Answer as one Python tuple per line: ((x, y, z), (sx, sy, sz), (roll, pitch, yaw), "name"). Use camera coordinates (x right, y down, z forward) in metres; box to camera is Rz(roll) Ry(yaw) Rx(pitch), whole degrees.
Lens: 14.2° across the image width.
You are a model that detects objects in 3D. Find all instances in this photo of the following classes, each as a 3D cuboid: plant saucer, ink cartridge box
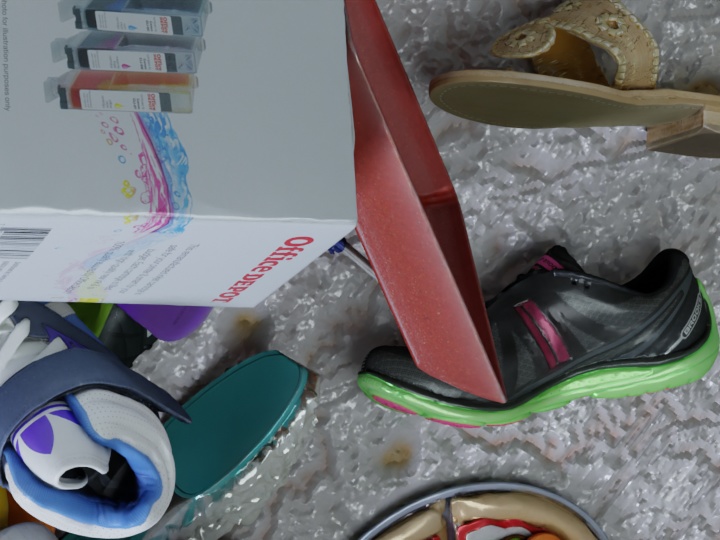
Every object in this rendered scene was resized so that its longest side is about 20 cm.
((0.008, -0.060, 1.337), (0.037, 0.200, 0.200), (-20, 120, 7), "plant saucer")
((-0.117, -0.070, 1.193), (0.200, 0.145, 0.145), (3, 75, -21), "ink cartridge box")

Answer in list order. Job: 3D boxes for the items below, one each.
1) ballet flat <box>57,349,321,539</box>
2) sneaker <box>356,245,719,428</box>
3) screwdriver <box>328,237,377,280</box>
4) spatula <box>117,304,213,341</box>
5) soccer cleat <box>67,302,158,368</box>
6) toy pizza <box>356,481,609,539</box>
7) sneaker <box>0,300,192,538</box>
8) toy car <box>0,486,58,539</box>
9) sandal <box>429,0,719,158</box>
((-0.090, 0.120, 1.447), (0.200, 0.072, 0.072), (-42, 122, 5), "ballet flat")
((0.087, 0.031, 1.485), (0.200, 0.077, 0.084), (-12, 98, -22), "sneaker")
((0.000, 0.000, 1.388), (0.200, 0.028, 0.029), (46, 68, -28), "screwdriver")
((-0.134, -0.033, 1.310), (0.200, 0.021, 0.057), (37, 82, -30), "spatula")
((-0.096, 0.002, 1.388), (0.081, 0.068, 0.200), (27, 97, -31), "soccer cleat")
((0.058, 0.208, 1.562), (0.200, 0.032, 0.200), (-9, 115, -19), "toy pizza")
((-0.155, 0.036, 1.255), (0.081, 0.146, 0.200), (-43, 118, -1), "sneaker")
((-0.221, 0.160, 1.367), (0.200, 0.175, 0.150), (-55, 157, 5), "toy car")
((0.121, -0.106, 1.447), (0.212, 0.078, 0.070), (9, 77, -33), "sandal")
